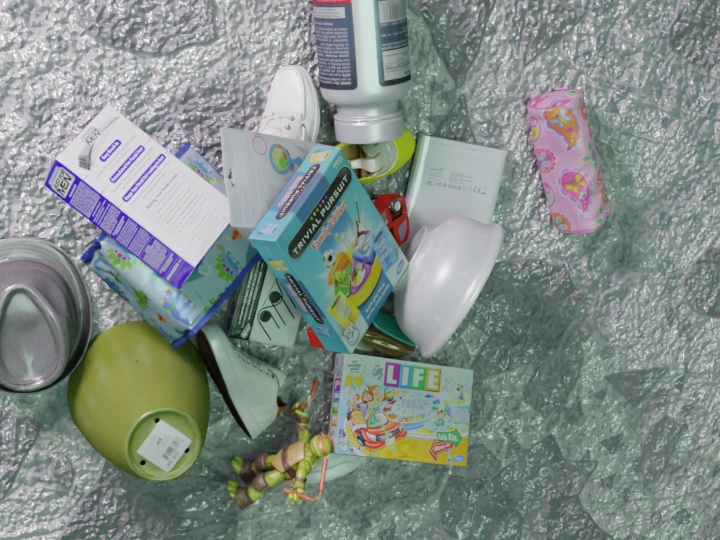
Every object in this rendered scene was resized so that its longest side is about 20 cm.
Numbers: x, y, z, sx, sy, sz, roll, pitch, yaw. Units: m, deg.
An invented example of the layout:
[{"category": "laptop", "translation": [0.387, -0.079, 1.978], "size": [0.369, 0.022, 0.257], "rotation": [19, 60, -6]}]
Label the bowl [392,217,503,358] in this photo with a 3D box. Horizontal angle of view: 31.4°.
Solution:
[{"category": "bowl", "translation": [0.097, 0.006, 1.671], "size": [0.090, 0.201, 0.203], "rotation": [30, 93, -6]}]

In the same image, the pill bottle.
[{"category": "pill bottle", "translation": [0.004, -0.268, 1.621], "size": [0.118, 0.120, 0.203], "rotation": [-9, 107, -17]}]

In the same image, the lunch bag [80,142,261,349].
[{"category": "lunch bag", "translation": [-0.217, -0.035, 1.584], "size": [0.170, 0.127, 0.201], "rotation": [43, 65, -9]}]

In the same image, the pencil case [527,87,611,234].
[{"category": "pencil case", "translation": [0.291, -0.150, 1.777], "size": [0.087, 0.087, 0.202], "rotation": [-23, 111, -12]}]

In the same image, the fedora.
[{"category": "fedora", "translation": [-0.416, 0.067, 1.574], "size": [0.175, 0.090, 0.203], "rotation": [-3, 105, -17]}]

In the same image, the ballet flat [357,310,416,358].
[{"category": "ballet flat", "translation": [-0.009, 0.067, 1.736], "size": [0.072, 0.068, 0.199], "rotation": [-36, 128, 28]}]

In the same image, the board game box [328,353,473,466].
[{"category": "board game box", "translation": [0.056, 0.192, 1.756], "size": [0.198, 0.034, 0.136], "rotation": [8, 80, -22]}]

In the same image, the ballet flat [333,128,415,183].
[{"category": "ballet flat", "translation": [-0.011, -0.140, 1.678], "size": [0.198, 0.067, 0.068], "rotation": [-14, 107, -16]}]

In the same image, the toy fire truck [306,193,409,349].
[{"category": "toy fire truck", "translation": [0.000, 0.000, 1.655], "size": [0.200, 0.048, 0.143], "rotation": [-36, 122, -42]}]

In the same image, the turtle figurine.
[{"category": "turtle figurine", "translation": [-0.097, 0.250, 1.716], "size": [0.160, 0.201, 0.064], "rotation": [-26, 132, 21]}]

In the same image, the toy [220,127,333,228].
[{"category": "toy", "translation": [-0.101, -0.100, 1.537], "size": [0.199, 0.047, 0.117], "rotation": [2, 77, -47]}]

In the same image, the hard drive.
[{"category": "hard drive", "translation": [0.120, -0.078, 1.763], "size": [0.130, 0.025, 0.203], "rotation": [8, 101, -21]}]

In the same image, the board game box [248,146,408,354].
[{"category": "board game box", "translation": [-0.033, -0.023, 1.538], "size": [0.152, 0.047, 0.201], "rotation": [-57, 133, -28]}]

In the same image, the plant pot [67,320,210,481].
[{"category": "plant pot", "translation": [-0.262, 0.181, 1.601], "size": [0.185, 0.200, 0.190], "rotation": [-5, 106, -18]}]

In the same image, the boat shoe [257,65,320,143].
[{"category": "boat shoe", "translation": [-0.097, -0.167, 1.606], "size": [0.069, 0.070, 0.203], "rotation": [22, 69, -64]}]

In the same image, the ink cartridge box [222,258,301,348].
[{"category": "ink cartridge box", "translation": [-0.112, -0.005, 1.689], "size": [0.093, 0.044, 0.202], "rotation": [11, 100, -23]}]

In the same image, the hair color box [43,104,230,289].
[{"category": "hair color box", "translation": [-0.251, -0.085, 1.479], "size": [0.199, 0.065, 0.110], "rotation": [39, 50, -6]}]

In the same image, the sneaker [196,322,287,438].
[{"category": "sneaker", "translation": [-0.153, 0.128, 1.690], "size": [0.084, 0.073, 0.201], "rotation": [-35, 134, -15]}]

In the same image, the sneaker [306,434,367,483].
[{"category": "sneaker", "translation": [-0.011, 0.218, 1.777], "size": [0.199, 0.075, 0.089], "rotation": [-28, 107, -21]}]
